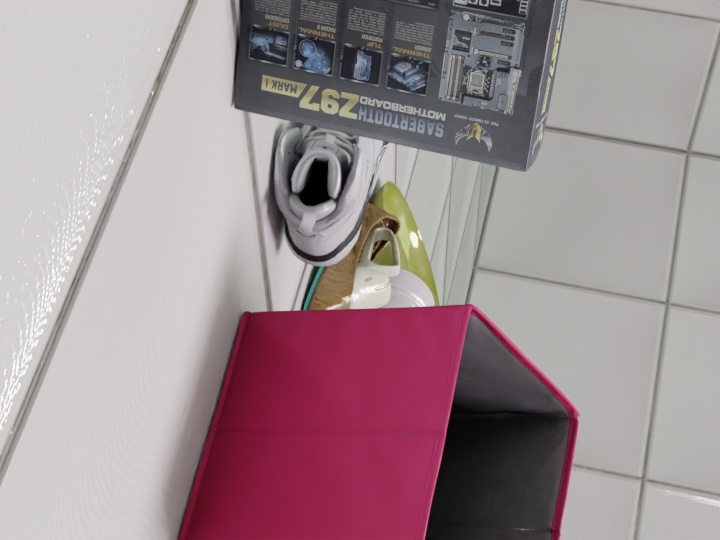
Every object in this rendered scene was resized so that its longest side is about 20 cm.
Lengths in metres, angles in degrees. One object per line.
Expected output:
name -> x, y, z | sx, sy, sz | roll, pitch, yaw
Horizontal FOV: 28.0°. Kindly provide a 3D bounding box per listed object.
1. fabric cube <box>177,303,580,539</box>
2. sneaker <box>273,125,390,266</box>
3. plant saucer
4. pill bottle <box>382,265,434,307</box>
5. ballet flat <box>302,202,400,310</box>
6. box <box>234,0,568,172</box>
fabric cube -> 0.019, 0.154, 1.050 | 0.196, 0.199, 0.201 | 44, 52, -48
sneaker -> -0.015, -0.107, 1.130 | 0.115, 0.075, 0.201 | 70, 35, -80
plant saucer -> 0.048, -0.002, 1.650 | 0.200, 0.031, 0.201 | -17, 90, -77
pill bottle -> 0.010, 0.096, 1.439 | 0.114, 0.113, 0.200 | 93, 11, -45
ballet flat -> 0.000, 0.000, 1.393 | 0.200, 0.072, 0.068 | -68, 166, -54
box -> 0.025, -0.159, 0.898 | 0.051, 0.199, 0.158 | -50, 150, -62
